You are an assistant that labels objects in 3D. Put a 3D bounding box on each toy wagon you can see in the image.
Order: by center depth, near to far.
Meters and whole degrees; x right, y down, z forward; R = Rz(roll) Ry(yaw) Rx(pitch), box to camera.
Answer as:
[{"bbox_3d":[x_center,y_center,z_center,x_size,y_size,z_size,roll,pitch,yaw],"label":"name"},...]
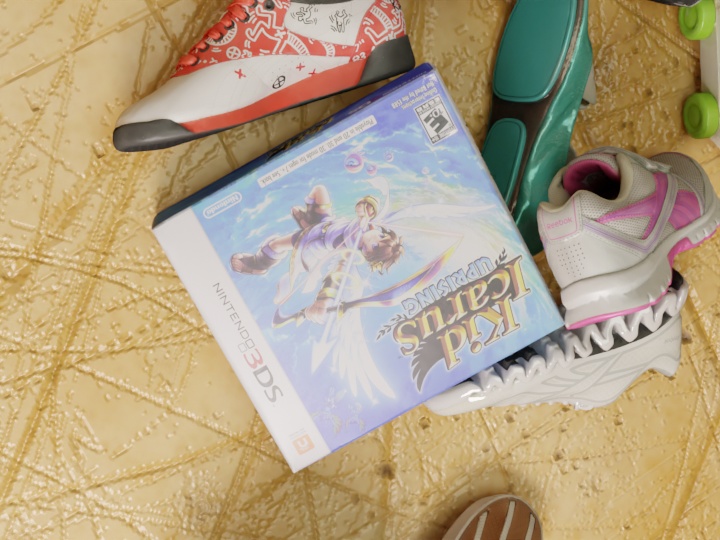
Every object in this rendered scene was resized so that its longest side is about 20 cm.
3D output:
[{"bbox_3d":[0.305,-0.127,1.015,0.153,0.040,0.202,-6,97,-19],"label":"toy wagon"}]

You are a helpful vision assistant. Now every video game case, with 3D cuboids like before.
[{"bbox_3d":[0.000,0.000,0.885,0.199,0.045,0.182,-29,105,3],"label":"video game case"}]

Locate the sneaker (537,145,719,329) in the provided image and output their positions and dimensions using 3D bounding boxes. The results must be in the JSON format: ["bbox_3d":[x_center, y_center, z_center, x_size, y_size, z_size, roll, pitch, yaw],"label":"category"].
[{"bbox_3d":[0.173,-0.044,0.914,0.089,0.081,0.200,64,33,-12],"label":"sneaker"}]

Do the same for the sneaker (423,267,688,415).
[{"bbox_3d":[0.134,0.064,0.958,0.198,0.075,0.082,-19,119,-12],"label":"sneaker"}]

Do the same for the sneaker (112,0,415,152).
[{"bbox_3d":[-0.070,-0.147,0.868,0.200,0.067,0.109,-20,97,-18],"label":"sneaker"}]

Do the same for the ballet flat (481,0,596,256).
[{"bbox_3d":[0.120,-0.101,0.946,0.070,0.067,0.202,16,89,-43],"label":"ballet flat"}]

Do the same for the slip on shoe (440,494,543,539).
[{"bbox_3d":[0.057,0.239,0.947,0.076,0.060,0.201,34,63,-17],"label":"slip on shoe"}]

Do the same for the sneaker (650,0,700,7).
[{"bbox_3d":[0.254,-0.269,0.967,0.080,0.086,0.201,34,106,9],"label":"sneaker"}]
